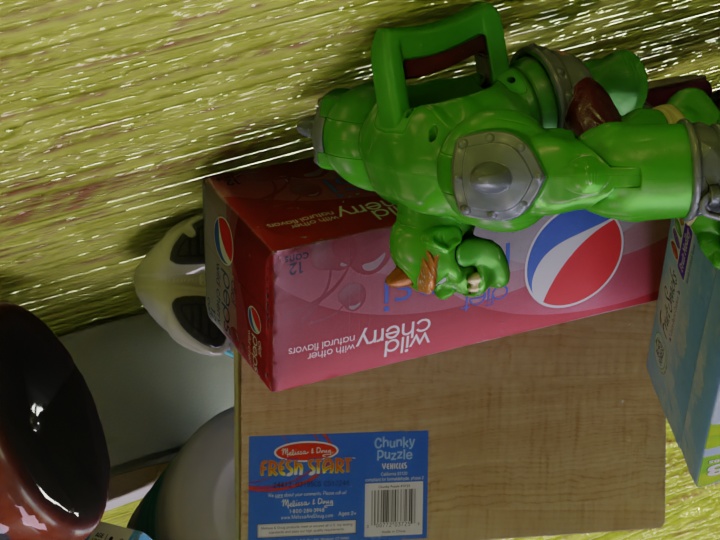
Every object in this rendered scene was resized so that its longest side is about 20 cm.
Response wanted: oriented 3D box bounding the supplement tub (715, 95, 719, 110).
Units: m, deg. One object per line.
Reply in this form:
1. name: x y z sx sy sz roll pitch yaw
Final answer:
1. supplement tub: 0.223 -0.055 1.104 0.200 0.107 0.107 -21 174 -34

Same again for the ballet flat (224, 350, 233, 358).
1. ballet flat: -0.018 0.028 1.204 0.072 0.072 0.200 -25 143 30

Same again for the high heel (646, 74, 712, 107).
1. high heel: 0.093 -0.016 1.145 0.200 0.096 0.067 -27 168 41

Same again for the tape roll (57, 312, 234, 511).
1. tape roll: -0.148 0.085 1.312 0.202 0.071 0.202 -20 171 -3

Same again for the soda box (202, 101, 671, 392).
1. soda box: 0.041 -0.014 1.009 0.199 0.064 0.070 -12 -148 -23

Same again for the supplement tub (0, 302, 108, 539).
1. supplement tub: -0.213 0.094 1.061 0.199 0.107 0.107 -23 171 17

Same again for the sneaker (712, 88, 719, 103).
1. sneaker: 0.234 -0.051 1.238 0.199 0.074 0.081 -8 126 -32

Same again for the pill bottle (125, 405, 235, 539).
1. pill bottle: -0.056 0.137 1.240 0.110 0.111 0.200 -17 168 -18

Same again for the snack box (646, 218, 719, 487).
1. snack box: 0.219 -0.003 0.988 0.199 0.068 0.169 -14 151 -8

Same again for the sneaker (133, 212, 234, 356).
1. sneaker: 0.000 0.000 1.107 0.199 0.081 0.083 4 180 -15

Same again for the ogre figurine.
1. ogre figurine: 0.057 -0.045 0.895 0.119 0.200 0.098 -5 121 -25

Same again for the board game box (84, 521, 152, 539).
1. board game box: -0.133 0.171 1.177 0.195 0.056 0.200 9 153 36

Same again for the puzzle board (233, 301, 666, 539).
1. puzzle board: 0.039 0.037 1.066 0.199 0.151 0.017 -1 -177 -24
